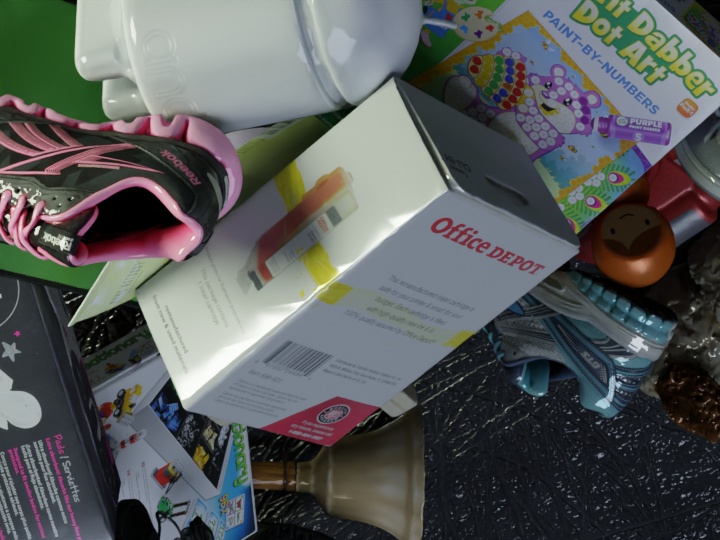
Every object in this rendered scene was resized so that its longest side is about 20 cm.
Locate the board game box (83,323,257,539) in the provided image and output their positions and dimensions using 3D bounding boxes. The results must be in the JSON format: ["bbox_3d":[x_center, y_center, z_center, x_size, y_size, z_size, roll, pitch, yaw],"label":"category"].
[{"bbox_3d":[-0.132,0.124,1.639,0.126,0.035,0.201,-29,135,-29],"label":"board game box"}]

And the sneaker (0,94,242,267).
[{"bbox_3d":[-0.163,-0.037,1.284,0.198,0.096,0.079,0,123,4],"label":"sneaker"}]

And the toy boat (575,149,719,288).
[{"bbox_3d":[0.156,-0.047,1.527,0.130,0.131,0.200,-35,140,23],"label":"toy boat"}]

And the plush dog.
[{"bbox_3d":[0.248,0.023,1.649,0.172,0.200,0.160,-42,104,17],"label":"plush dog"}]

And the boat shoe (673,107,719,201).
[{"bbox_3d":[0.233,-0.104,1.445,0.074,0.202,0.065,28,127,-1],"label":"boat shoe"}]

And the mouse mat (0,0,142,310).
[{"bbox_3d":[-0.166,-0.071,1.383,0.199,0.162,0.008,15,176,-36],"label":"mouse mat"}]

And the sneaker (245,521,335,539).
[{"bbox_3d":[-0.045,0.212,1.783,0.090,0.199,0.077,6,96,-42],"label":"sneaker"}]

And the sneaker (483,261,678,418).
[{"bbox_3d":[0.101,0.028,1.557,0.077,0.200,0.087,20,96,-48],"label":"sneaker"}]

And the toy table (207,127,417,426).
[{"bbox_3d":[-0.028,0.007,1.542,0.199,0.118,0.184,25,127,-40],"label":"toy table"}]

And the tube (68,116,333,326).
[{"bbox_3d":[-0.084,-0.031,1.403,0.200,0.052,0.058,-34,127,-41],"label":"tube"}]

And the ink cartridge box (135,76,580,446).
[{"bbox_3d":[0.000,0.000,1.367,0.200,0.084,0.145,-38,149,21],"label":"ink cartridge box"}]

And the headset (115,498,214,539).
[{"bbox_3d":[-0.167,0.191,1.544,0.123,0.095,0.199,-7,-177,44],"label":"headset"}]

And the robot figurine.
[{"bbox_3d":[-0.052,-0.136,1.331,0.199,0.114,0.170,-11,150,14],"label":"robot figurine"}]

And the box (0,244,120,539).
[{"bbox_3d":[-0.220,0.066,1.456,0.114,0.132,0.201,-15,102,0],"label":"box"}]

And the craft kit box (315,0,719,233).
[{"bbox_3d":[0.083,-0.117,1.406,0.200,0.049,0.197,39,119,-12],"label":"craft kit box"}]

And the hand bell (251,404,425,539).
[{"bbox_3d":[-0.057,0.146,1.752,0.198,0.105,0.104,1,142,-4],"label":"hand bell"}]
